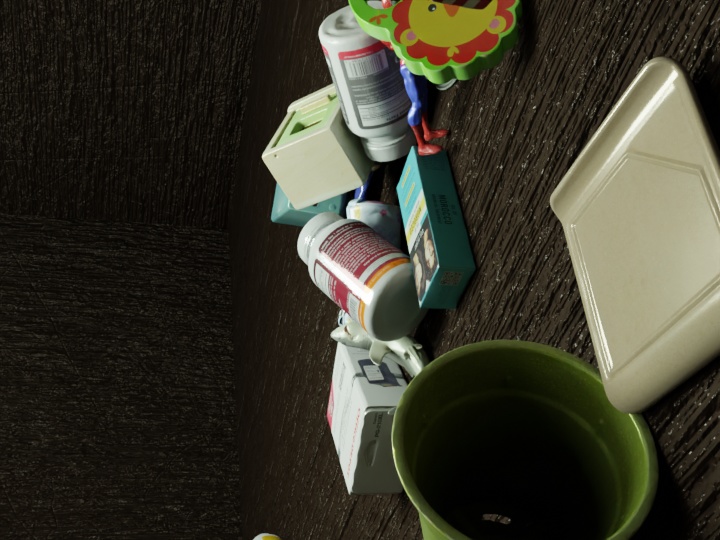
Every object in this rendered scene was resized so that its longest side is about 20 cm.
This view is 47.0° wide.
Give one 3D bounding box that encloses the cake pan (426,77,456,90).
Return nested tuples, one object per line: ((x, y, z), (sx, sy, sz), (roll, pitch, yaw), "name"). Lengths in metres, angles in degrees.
((0.104, -0.341, 1.082), (0.200, 0.036, 0.204), (-177, 90, -75), "cake pan")

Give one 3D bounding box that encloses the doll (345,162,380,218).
((-0.002, -0.091, 1.409), (0.137, 0.048, 0.203), (-100, 17, -68), "doll")

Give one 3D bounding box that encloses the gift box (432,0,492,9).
((0.118, -0.337, 0.734), (0.187, 0.196, 0.188), (-120, 31, -62), "gift box")

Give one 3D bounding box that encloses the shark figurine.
((0.063, 0.134, 1.123), (0.215, 0.127, 0.090), (51, 164, 44), "shark figurine")

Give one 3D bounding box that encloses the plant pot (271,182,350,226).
((-0.080, -0.146, 1.463), (0.200, 0.139, 0.144), (-155, 75, -83), "plant pot")

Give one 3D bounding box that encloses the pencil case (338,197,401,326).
((0.014, -0.006, 1.257), (0.083, 0.089, 0.204), (-162, 76, -75), "pencil case")

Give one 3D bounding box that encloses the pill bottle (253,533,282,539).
((-0.215, 0.693, 1.964), (0.200, 0.102, 0.106), (-173, 86, -76), "pill bottle")

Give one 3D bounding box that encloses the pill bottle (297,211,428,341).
((0.000, 0.000, 1.136), (0.200, 0.112, 0.115), (40, 129, 42), "pill bottle")

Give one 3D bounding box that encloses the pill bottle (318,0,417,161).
((0.020, -0.256, 1.146), (0.111, 0.109, 0.202), (-106, -2, -51), "pill bottle")

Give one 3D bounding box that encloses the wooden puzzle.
((0.216, -0.021, 0.610), (0.186, 0.037, 0.203), (115, 149, -54), "wooden puzzle")

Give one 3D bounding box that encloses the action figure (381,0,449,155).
((0.086, -0.248, 1.005), (0.202, 0.097, 0.066), (64, -152, -31), "action figure")

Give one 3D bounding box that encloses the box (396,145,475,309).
((0.092, -0.057, 1.049), (0.083, 0.048, 0.202), (110, 157, -49), "box")

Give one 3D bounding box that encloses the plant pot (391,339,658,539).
((0.120, 0.197, 0.679), (0.202, 0.196, 0.192), (-103, 11, -47), "plant pot")

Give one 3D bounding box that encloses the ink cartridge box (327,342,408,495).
((0.013, 0.212, 1.227), (0.200, 0.083, 0.147), (-117, 33, -64), "ink cartridge box")

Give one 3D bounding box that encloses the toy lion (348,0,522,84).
((0.078, -0.296, 0.903), (0.069, 0.197, 0.195), (46, -130, -65), "toy lion")

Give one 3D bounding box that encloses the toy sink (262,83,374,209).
((-0.047, -0.210, 1.271), (0.113, 0.129, 0.201), (56, -145, -27), "toy sink")
